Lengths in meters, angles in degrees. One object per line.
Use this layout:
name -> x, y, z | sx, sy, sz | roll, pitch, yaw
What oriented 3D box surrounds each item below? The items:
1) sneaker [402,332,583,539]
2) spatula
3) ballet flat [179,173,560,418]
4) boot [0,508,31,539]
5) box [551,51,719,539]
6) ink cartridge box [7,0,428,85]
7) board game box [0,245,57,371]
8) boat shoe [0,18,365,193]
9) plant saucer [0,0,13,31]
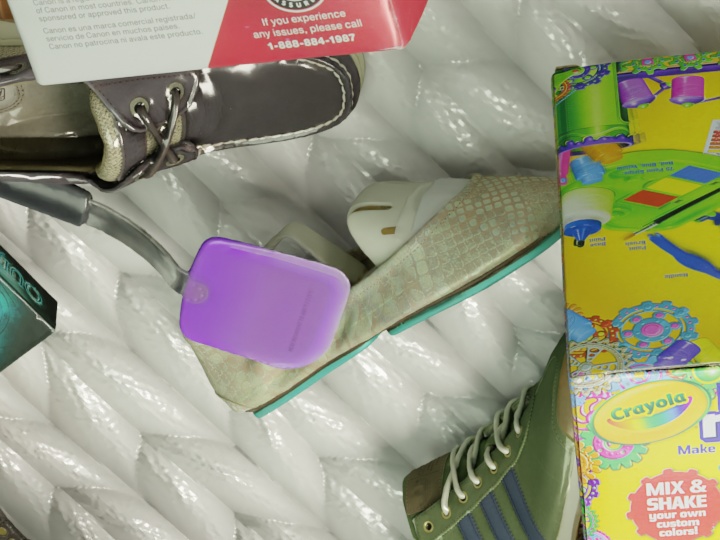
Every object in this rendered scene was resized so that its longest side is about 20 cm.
sneaker -> 0.060, 0.100, 1.275 | 0.090, 0.067, 0.201 | 17, 125, 14
spatula -> -0.101, -0.015, 1.212 | 0.200, 0.021, 0.057 | 26, 125, 11
ballet flat -> 0.000, 0.000, 1.220 | 0.200, 0.067, 0.062 | -32, 103, 33
boot -> -0.147, 0.200, 1.336 | 0.174, 0.069, 0.200 | 32, 123, 18
box -> 0.174, 0.018, 1.073 | 0.199, 0.193, 0.122 | -4, 126, 5
ink cartridge box -> -0.059, -0.191, 1.037 | 0.145, 0.145, 0.200 | -3, 126, 20
board game box -> -0.248, 0.032, 1.264 | 0.200, 0.028, 0.135 | -37, 115, 16
boat shoe -> -0.097, -0.063, 1.177 | 0.199, 0.065, 0.072 | 0, 131, -3
plant saucer -> -0.237, -0.115, 1.222 | 0.200, 0.032, 0.201 | 8, 129, 10
